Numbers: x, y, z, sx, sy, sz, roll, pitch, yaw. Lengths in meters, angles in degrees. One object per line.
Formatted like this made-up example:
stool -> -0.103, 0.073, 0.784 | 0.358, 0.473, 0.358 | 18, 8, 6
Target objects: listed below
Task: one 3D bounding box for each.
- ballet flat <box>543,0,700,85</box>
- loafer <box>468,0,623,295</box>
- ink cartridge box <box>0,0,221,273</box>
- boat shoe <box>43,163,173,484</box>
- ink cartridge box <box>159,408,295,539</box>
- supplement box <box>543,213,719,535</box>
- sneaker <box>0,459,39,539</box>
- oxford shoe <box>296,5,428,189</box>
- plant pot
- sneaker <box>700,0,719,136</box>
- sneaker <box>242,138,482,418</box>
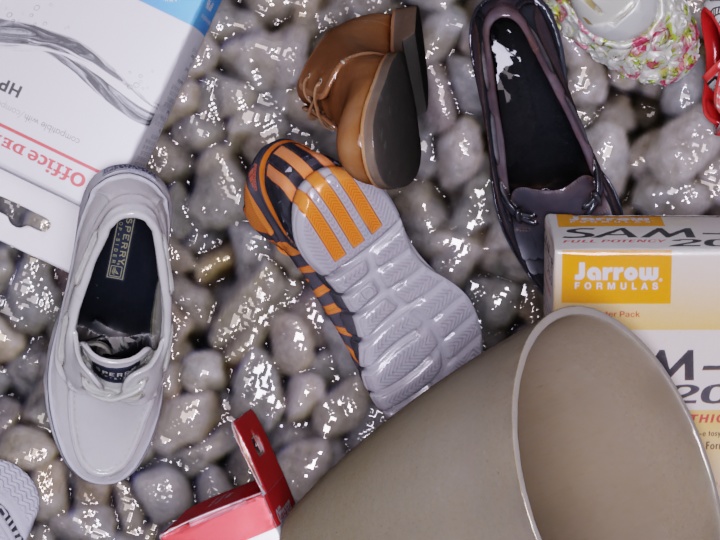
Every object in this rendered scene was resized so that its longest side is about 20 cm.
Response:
ballet flat -> 0.122, -0.184, 1.292 | 0.076, 0.064, 0.200 | -39, 95, 14
loafer -> 0.104, -0.062, 1.293 | 0.071, 0.063, 0.201 | -16, 97, 11
ink cartridge box -> -0.170, -0.107, 1.307 | 0.115, 0.068, 0.201 | 25, 91, 2
boat shoe -> -0.138, 0.042, 1.276 | 0.071, 0.066, 0.201 | 9, 115, -11
ink cartridge box -> -0.056, 0.186, 1.281 | 0.067, 0.116, 0.201 | -22, 89, 2
supplement box -> 0.166, 0.072, 1.268 | 0.125, 0.074, 0.202 | -1, 108, 2
sneaker -> -0.273, 0.194, 1.311 | 0.075, 0.115, 0.200 | 43, 57, 0
oxford shoe -> -0.002, -0.092, 1.246 | 0.071, 0.200, 0.072 | -5, 111, 6
plant pot -> 0.058, 0.140, 1.187 | 0.199, 0.187, 0.189 | -23, 90, 34
sneaker -> 0.259, -0.074, 1.293 | 0.107, 0.067, 0.203 | -15, 85, -4
sneaker -> 0.000, 0.000, 1.302 | 0.077, 0.112, 0.201 | -33, 123, -11
